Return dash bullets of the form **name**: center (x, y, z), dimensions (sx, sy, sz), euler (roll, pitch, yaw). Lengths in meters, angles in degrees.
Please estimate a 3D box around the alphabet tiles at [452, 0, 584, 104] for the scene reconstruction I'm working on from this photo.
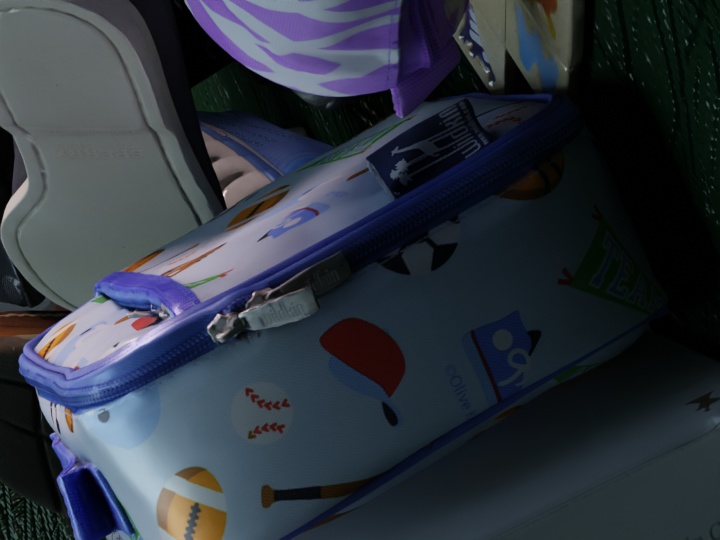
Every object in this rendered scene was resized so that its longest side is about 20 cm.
- **alphabet tiles**: center (0.014, -0.130, 0.721), dimensions (0.167, 0.006, 0.200), euler (60, 168, 26)

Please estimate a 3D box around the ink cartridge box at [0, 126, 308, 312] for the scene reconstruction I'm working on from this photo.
- **ink cartridge box**: center (-0.110, 0.015, 1.123), dimensions (0.145, 0.199, 0.084), euler (-179, 69, -78)

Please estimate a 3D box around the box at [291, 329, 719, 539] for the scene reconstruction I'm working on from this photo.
- **box**: center (0.059, 0.140, 0.729), dimensions (0.201, 0.152, 0.106), euler (68, 169, -13)

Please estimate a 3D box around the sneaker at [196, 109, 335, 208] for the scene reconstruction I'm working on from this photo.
- **sneaker**: center (0.000, 0.000, 0.930), dimensions (0.200, 0.089, 0.079), euler (39, 128, 30)

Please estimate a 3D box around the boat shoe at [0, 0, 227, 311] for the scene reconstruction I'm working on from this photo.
- **boat shoe**: center (-0.072, -0.048, 0.849), dimensions (0.200, 0.072, 0.063), euler (83, -166, -61)

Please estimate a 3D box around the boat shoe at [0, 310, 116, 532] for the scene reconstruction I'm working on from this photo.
- **boat shoe**: center (-0.053, 0.047, 1.005), dimensions (0.076, 0.199, 0.074), euler (-61, 33, 26)

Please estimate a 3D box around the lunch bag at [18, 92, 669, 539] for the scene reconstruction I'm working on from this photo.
- **lunch bag**: center (-0.014, 0.015, 0.748), dimensions (0.076, 0.160, 0.200), euler (63, 171, -5)

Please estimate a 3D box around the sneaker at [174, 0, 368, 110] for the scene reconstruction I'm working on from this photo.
- **sneaker**: center (-0.043, -0.102, 0.867), dimensions (0.200, 0.076, 0.084), euler (-123, 10, -60)

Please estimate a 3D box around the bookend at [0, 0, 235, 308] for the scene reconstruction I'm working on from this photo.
- **bookend**: center (-0.117, -0.083, 1.060), dimensions (0.200, 0.198, 0.092), euler (9, 127, 52)

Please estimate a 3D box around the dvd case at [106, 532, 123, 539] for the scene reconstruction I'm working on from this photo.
- **dvd case**: center (-0.024, 0.095, 1.068), dimensions (0.200, 0.142, 0.018), euler (-141, 53, -66)

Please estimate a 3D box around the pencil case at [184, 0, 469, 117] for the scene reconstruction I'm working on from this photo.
- **pencil case**: center (0.001, -0.103, 0.635), dimensions (0.085, 0.084, 0.200), euler (41, 167, 5)
